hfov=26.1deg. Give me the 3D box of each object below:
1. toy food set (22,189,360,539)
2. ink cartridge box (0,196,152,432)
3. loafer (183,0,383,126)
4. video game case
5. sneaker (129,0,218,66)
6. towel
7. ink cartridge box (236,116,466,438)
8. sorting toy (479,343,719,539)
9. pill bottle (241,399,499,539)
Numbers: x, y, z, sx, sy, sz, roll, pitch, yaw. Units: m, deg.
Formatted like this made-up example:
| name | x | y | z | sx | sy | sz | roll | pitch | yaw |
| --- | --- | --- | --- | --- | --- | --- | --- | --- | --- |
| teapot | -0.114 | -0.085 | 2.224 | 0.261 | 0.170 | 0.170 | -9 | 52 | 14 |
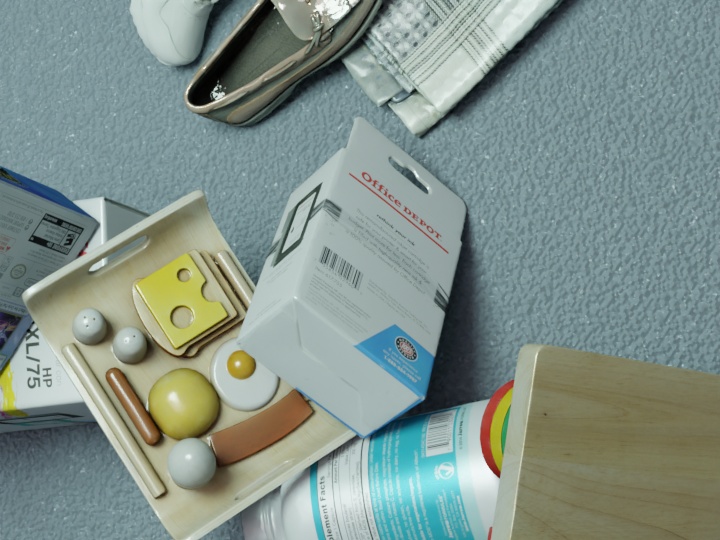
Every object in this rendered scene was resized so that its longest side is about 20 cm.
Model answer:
| name | x | y | z | sx | sy | sz | roll | pitch | yaw |
| --- | --- | --- | --- | --- | --- | --- | --- | --- | --- |
| toy food set | -0.113 | 0.063 | 1.039 | 0.143 | 0.060 | 0.201 | -32 | 84 | -15 |
| ink cartridge box | -0.243 | 0.039 | 1.167 | 0.198 | 0.146 | 0.148 | -8 | 79 | 18 |
| loafer | -0.054 | -0.178 | 1.151 | 0.200 | 0.063 | 0.072 | -44 | 72 | 28 |
| video game case | -0.281 | 0.012 | 0.999 | 0.045 | 0.200 | 0.182 | 35 | 93 | 23 |
| sneaker | -0.116 | -0.246 | 1.181 | 0.099 | 0.078 | 0.202 | 19 | 115 | 20 |
| towel | 0.051 | -0.228 | 1.151 | 0.200 | 0.034 | 0.193 | -44 | 74 | 14 |
| ink cartridge box | 0.000 | 0.000 | 1.070 | 0.116 | 0.201 | 0.068 | 38 | 129 | -18 |
| sorting toy | 0.154 | 0.156 | 0.986 | 0.069 | 0.199 | 0.201 | 4 | 84 | 58 |
| pill bottle | 0.021 | 0.159 | 1.069 | 0.198 | 0.111 | 0.112 | -13 | 77 | 18 |
